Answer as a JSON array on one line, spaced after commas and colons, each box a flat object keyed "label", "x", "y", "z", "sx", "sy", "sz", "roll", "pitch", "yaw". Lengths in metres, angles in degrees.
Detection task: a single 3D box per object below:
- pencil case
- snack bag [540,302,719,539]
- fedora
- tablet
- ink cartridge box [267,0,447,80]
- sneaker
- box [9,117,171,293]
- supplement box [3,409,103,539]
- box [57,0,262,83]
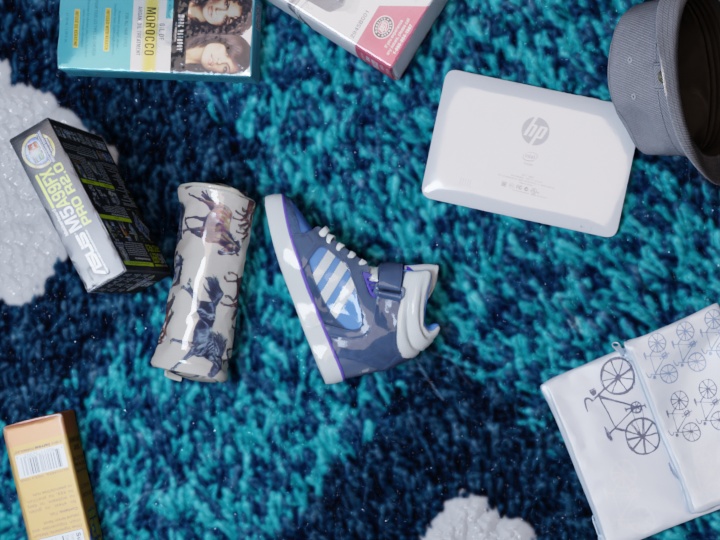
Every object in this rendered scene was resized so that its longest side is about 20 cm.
[{"label": "pencil case", "x": -0.156, "y": 0.014, "z": 1.718, "sx": 0.077, "sy": 0.089, "sz": 0.202, "roll": 9, "pitch": 90, "yaw": -22}, {"label": "snack bag", "x": 0.293, "y": 0.155, "z": 1.697, "sx": 0.198, "sy": 0.021, "sz": 0.190, "roll": -22, "pitch": 87, "yaw": 5}, {"label": "fedora", "x": 0.295, "y": -0.178, "z": 1.651, "sx": 0.090, "sy": 0.177, "sz": 0.202, "roll": -4, "pitch": 108, "yaw": 35}, {"label": "tablet", "x": 0.169, "y": -0.116, "z": 1.718, "sx": 0.198, "sy": 0.014, "sz": 0.132, "roll": 12, "pitch": 90, "yaw": 5}, {"label": "ink cartridge box", "x": -0.012, "y": -0.303, "z": 1.705, "sx": 0.199, "sy": 0.085, "sz": 0.146, "roll": 32, "pitch": 92, "yaw": 7}, {"label": "sneaker", "x": 0.000, "y": 0.000, "z": 1.707, "sx": 0.145, "sy": 0.081, "sz": 0.202, "roll": -20, "pitch": 84, "yaw": -3}, {"label": "box", "x": -0.255, "y": -0.058, "z": 1.667, "sx": 0.044, "sy": 0.200, "sz": 0.161, "roll": -28, "pitch": 87, "yaw": 5}, {"label": "supplement box", "x": -0.298, "y": 0.245, "z": 1.734, "sx": 0.068, "sy": 0.067, "sz": 0.202, "roll": -12, "pitch": 89, "yaw": 2}, {"label": "box", "x": -0.200, "y": -0.234, "z": 1.739, "sx": 0.198, "sy": 0.049, "sz": 0.083, "roll": 3, "pitch": 89, "yaw": 6}]
